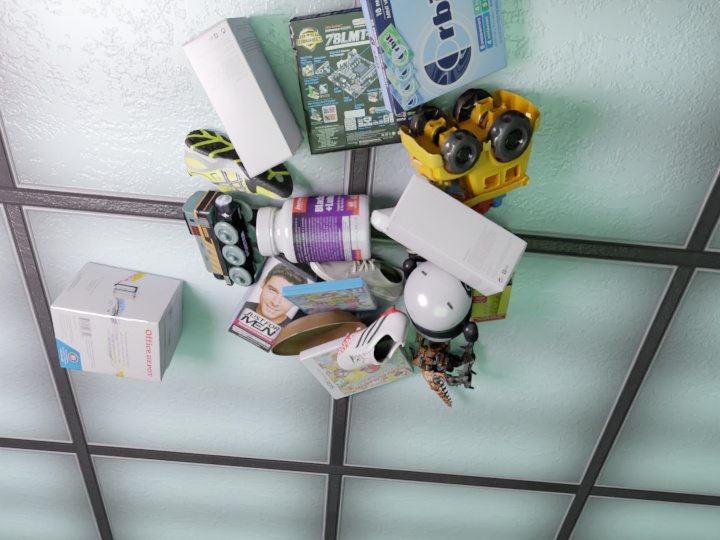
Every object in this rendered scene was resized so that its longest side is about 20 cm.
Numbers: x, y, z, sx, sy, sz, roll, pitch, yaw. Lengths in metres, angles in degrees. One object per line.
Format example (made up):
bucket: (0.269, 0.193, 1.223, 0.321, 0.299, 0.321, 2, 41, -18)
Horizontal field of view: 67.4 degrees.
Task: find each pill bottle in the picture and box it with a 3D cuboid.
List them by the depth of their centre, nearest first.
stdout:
pill bottle: (-0.079, -0.072, 0.948, 0.192, 0.113, 0.115, -2, 122, 3)

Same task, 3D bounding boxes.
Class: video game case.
video game case: (-0.048, 0.052, 0.973, 0.137, 0.019, 0.200, -7, 165, 7)
video game case: (-0.003, 0.196, 1.131, 0.194, 0.023, 0.184, -20, 136, 13)

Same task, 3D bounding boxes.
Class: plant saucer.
plant saucer: (-0.083, 0.120, 1.059, 0.193, 0.037, 0.201, -14, 161, -5)

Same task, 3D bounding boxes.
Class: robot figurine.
robot figurine: (0.142, 0.055, 0.962, 0.144, 0.130, 0.200, 5, 165, 13)

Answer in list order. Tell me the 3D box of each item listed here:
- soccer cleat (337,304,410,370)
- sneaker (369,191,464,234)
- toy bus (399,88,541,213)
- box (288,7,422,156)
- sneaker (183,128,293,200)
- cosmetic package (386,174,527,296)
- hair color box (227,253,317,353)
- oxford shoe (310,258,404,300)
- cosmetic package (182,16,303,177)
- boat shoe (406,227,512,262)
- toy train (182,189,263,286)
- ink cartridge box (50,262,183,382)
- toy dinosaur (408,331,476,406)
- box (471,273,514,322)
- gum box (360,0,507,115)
soccer cleat: (0.018, 0.145, 0.998, 0.068, 0.087, 0.199, 33, 128, -23)
sneaker: (0.105, -0.108, 0.936, 0.193, 0.078, 0.103, -3, 110, -25)
toy bus: (0.171, -0.164, 0.856, 0.194, 0.137, 0.197, -20, 131, -13)
box: (-0.001, -0.297, 0.844, 0.192, 0.050, 0.205, -7, 119, 4)
sneaker: (-0.207, -0.169, 0.926, 0.194, 0.077, 0.077, 25, 135, -6)
cosmetic package: (0.141, -0.049, 0.830, 0.196, 0.108, 0.086, 33, 85, 2)
hair color box: (-0.172, 0.056, 1.059, 0.097, 0.061, 0.202, 29, 117, -15)
oxford shoe: (0.000, 0.000, 1.012, 0.193, 0.077, 0.059, 17, 128, -17)
cosmetic package: (-0.169, -0.263, 0.816, 0.082, 0.108, 0.205, -20, 111, 13)
boat shoe: (0.181, -0.032, 0.986, 0.193, 0.074, 0.065, -6, 114, 0)
toy train: (-0.245, -0.054, 0.973, 0.110, 0.087, 0.204, 11, 138, 15)
ink cartridge box: (-0.458, 0.100, 1.044, 0.192, 0.147, 0.151, 11, 123, -5)
toy dinosaur: (0.172, 0.197, 1.134, 0.131, 0.105, 0.202, -4, 141, 22)
box: (0.234, 0.031, 0.985, 0.072, 0.052, 0.202, -7, 151, 5)
gum box: (0.109, -0.347, 0.773, 0.195, 0.045, 0.174, -25, 122, -9)
